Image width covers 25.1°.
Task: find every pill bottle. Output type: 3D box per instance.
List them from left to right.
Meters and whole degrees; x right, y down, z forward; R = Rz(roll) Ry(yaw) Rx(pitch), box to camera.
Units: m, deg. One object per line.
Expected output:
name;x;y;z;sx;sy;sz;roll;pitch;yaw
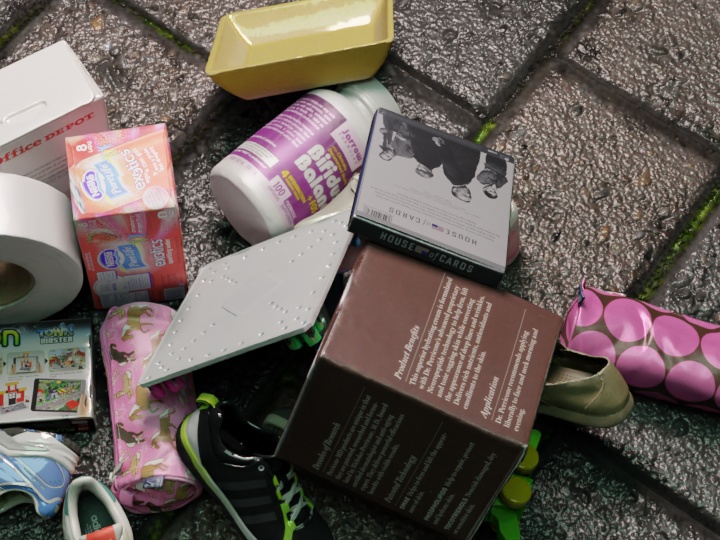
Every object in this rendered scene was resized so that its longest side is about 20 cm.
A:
pill bottle;-0.051;-0.118;1.689;0.200;0.113;0.112;-41;71;-20

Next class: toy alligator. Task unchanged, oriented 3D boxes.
toy alligator;0.142;0.185;1.566;0.054;0.060;0.201;16;50;2

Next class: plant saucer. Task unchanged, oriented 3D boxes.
plant saucer;-0.058;-0.240;1.736;0.198;0.049;0.200;-9;26;5

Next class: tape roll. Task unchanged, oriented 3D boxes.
tape roll;-0.372;-0.014;1.571;0.200;0.203;0.071;-8;63;-7

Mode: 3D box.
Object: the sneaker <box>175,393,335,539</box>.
sneaker;-0.090;0.198;1.502;0.200;0.083;0.072;44;41;-8

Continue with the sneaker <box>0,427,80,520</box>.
sneaker;-0.368;0.188;1.527;0.198;0.076;0.078;4;68;10

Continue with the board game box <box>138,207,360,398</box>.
board game box;-0.097;0.031;1.538;0.198;0.026;0.201;-20;27;28

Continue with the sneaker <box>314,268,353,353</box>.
sneaker;0.000;0.000;1.605;0.145;0.081;0.202;-1;101;13

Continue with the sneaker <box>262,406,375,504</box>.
sneaker;0.009;0.161;1.575;0.198;0.075;0.107;25;59;0

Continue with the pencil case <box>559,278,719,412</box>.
pencil case;0.300;0.078;1.619;0.198;0.091;0.094;18;56;4

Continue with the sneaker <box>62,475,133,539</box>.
sneaker;-0.233;0.281;1.481;0.070;0.094;0.201;-16;64;-11

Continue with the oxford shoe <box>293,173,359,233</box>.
oxford shoe;0.014;-0.083;1.657;0.199;0.075;0.058;-25;89;-20

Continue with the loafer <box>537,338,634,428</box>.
loafer;0.171;0.099;1.580;0.198;0.068;0.076;7;35;25

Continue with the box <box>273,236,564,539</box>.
box;0.054;0.106;1.466;0.198;0.165;0.167;24;47;0

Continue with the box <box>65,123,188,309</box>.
box;-0.229;-0.049;1.595;0.101;0.200;0.096;-8;64;-6

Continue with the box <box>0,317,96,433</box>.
box;-0.362;0.109;1.599;0.198;0.035;0.111;-3;62;-4

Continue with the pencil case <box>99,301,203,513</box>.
pencil case;-0.205;0.131;1.570;0.082;0.086;0.202;-21;60;21

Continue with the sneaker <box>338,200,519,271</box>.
sneaker;0.070;-0.040;1.659;0.198;0.105;0.076;-7;64;-5

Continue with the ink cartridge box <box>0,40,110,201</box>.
ink cartridge box;-0.330;-0.119;1.627;0.145;0.201;0.085;-29;67;-17

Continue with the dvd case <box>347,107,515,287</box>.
dvd case;0.071;-0.073;1.523;0.149;0.025;0.201;20;36;-6
